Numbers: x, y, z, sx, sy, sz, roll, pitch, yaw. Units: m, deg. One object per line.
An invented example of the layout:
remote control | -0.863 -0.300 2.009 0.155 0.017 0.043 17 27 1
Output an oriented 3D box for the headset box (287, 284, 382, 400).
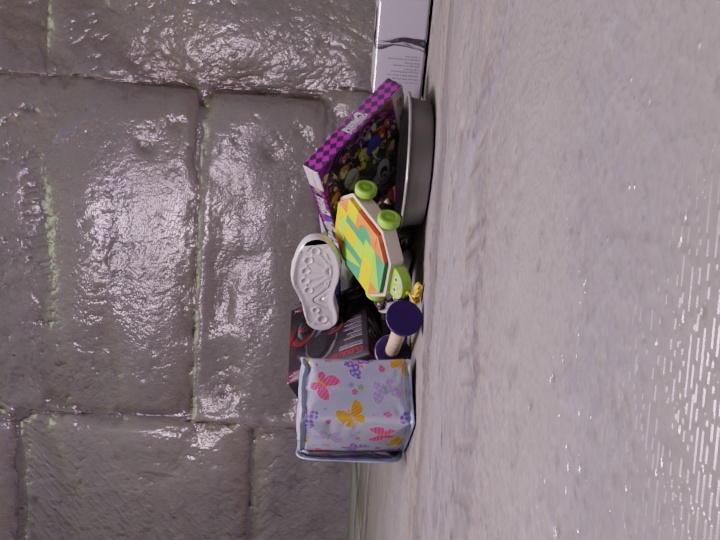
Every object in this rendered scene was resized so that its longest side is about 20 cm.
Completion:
headset box | -0.039 0.131 1.328 0.201 0.147 0.075 -92 -23 -52

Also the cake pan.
cake pan | 0.077 -0.155 1.160 0.200 0.036 0.203 -176 90 -88

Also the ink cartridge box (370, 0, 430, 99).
ink cartridge box | 0.064 -0.392 1.295 0.145 0.083 0.202 -92 5 -65

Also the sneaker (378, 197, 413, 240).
sneaker | 0.026 -0.055 1.307 0.108 0.070 0.200 -45 4 11

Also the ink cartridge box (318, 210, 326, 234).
ink cartridge box | -0.023 -0.109 1.497 0.201 0.102 0.060 86 -174 -58

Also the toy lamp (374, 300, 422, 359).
toy lamp | 0.053 0.102 1.170 0.200 0.057 0.059 105 169 -67

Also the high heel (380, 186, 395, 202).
high heel | 0.027 -0.162 1.353 0.199 0.067 0.097 20 -102 -52

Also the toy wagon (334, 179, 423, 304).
toy wagon | 0.023 -0.026 1.157 0.201 0.039 0.156 55 150 37

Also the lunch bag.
lunch bag | -0.012 0.218 1.188 0.201 0.167 0.128 103 168 -60

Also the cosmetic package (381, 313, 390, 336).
cosmetic package | 0.015 0.177 1.397 0.201 0.086 0.104 -90 -13 -49

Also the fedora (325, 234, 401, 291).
fedora | 0.000 0.000 1.462 0.202 0.198 0.092 95 157 -44

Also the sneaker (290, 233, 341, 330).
sneaker | -0.070 -0.018 1.299 0.147 0.080 0.201 -95 1 -46

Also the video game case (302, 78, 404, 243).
video game case | 0.004 -0.165 1.237 0.200 0.036 0.182 -48 -29 -20

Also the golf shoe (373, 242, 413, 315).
golf shoe | 0.053 0.018 1.289 0.200 0.077 0.096 94 162 -76
